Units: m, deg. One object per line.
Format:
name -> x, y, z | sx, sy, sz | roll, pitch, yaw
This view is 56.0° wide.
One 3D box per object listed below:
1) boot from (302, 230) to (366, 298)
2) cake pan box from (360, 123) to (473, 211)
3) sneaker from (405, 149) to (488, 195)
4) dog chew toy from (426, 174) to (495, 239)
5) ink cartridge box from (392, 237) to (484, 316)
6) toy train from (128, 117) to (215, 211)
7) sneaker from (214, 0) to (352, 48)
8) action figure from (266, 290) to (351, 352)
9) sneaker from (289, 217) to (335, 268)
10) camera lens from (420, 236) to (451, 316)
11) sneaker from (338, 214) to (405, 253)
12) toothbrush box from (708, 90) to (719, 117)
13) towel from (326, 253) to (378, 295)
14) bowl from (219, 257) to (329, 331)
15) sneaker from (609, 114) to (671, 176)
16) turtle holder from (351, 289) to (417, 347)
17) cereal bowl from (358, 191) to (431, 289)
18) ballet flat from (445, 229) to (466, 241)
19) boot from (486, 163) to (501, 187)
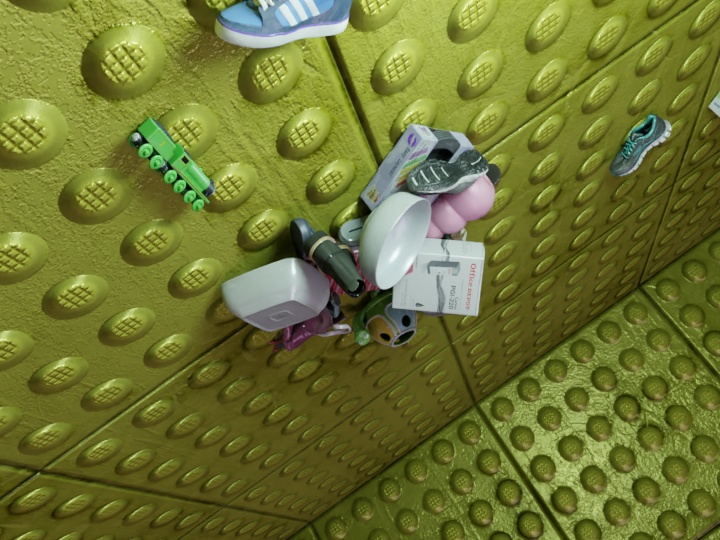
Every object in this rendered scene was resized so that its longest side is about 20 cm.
boot -> -0.027, 0.011, 1.321 | 0.078, 0.138, 0.199 | -47, 157, 8
cake pan box -> 0.120, -0.206, 1.385 | 0.182, 0.053, 0.201 | -4, 140, -49
sneaker -> 0.171, -0.179, 1.354 | 0.197, 0.075, 0.080 | -17, 154, -32
dog chew toy -> 0.202, -0.141, 1.507 | 0.199, 0.126, 0.124 | -41, 153, 22
ink cartridge box -> 0.171, 0.012, 1.502 | 0.195, 0.085, 0.149 | 4, 117, 5
toy train -> -0.277, -0.156, 1.021 | 0.056, 0.042, 0.200 | -44, 153, -5
sneaker -> -0.091, -0.373, 0.856 | 0.196, 0.081, 0.149 | -17, 140, -26
action figure -> -0.121, 0.135, 1.540 | 0.198, 0.150, 0.134 | -37, 155, 7
sneaker -> -0.091, -0.058, 1.358 | 0.081, 0.071, 0.201 | -25, 160, -9
camera lens -> 0.175, 0.011, 1.672 | 0.158, 0.161, 0.201 | -33, 154, -2
sneaker -> 0.037, -0.089, 1.468 | 0.196, 0.074, 0.071 | -13, 157, -20
toothbrush box -> 1.149, -0.547, 1.987 | 0.143, 0.087, 0.202 | -21, 149, -27
towel -> 0.000, 0.000, 1.559 | 0.195, 0.023, 0.146 | -6, 142, -23
bowl -> -0.169, 0.061, 1.386 | 0.196, 0.076, 0.200 | -19, 156, 15
sneaker -> 0.766, -0.355, 1.889 | 0.090, 0.078, 0.201 | 24, 114, -42
turtle holder -> 0.069, 0.125, 1.761 | 0.184, 0.133, 0.141 | 5, 134, -52
cereal bowl -> 0.057, -0.069, 1.354 | 0.200, 0.082, 0.202 | -47, 154, -31
ballet flat -> 0.238, -0.089, 1.693 | 0.066, 0.070, 0.200 | -48, 157, -4
boot -> 0.253, -0.161, 1.594 | 0.199, 0.074, 0.075 | -40, 160, 2
